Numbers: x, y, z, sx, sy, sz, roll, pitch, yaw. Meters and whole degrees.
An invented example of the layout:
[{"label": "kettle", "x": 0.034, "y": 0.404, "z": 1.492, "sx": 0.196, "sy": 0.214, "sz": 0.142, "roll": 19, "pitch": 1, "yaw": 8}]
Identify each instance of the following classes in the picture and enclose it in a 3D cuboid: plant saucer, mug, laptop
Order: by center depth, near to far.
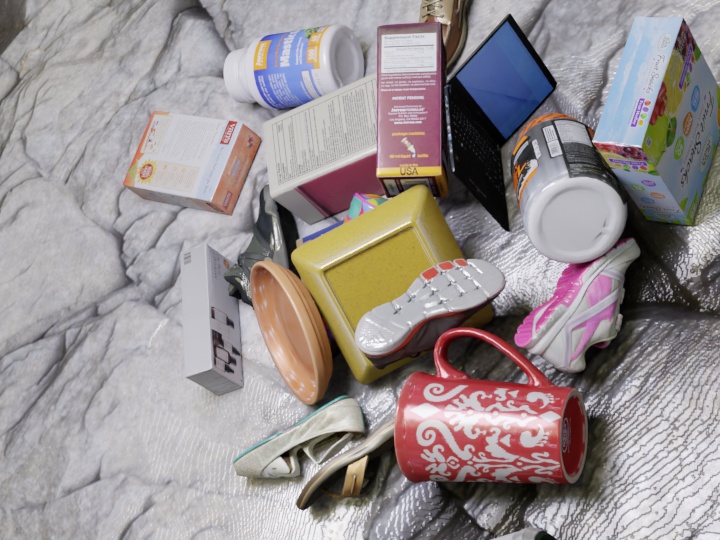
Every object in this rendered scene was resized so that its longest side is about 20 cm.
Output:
[{"label": "mug", "x": 0.152, "y": 0.170, "z": 1.440, "sx": 0.199, "sy": 0.179, "sz": 0.133, "roll": 0, "pitch": 25, "yaw": 28}, {"label": "plant saucer", "x": 0.039, "y": 0.024, "z": 1.557, "sx": 0.199, "sy": 0.048, "sz": 0.201, "roll": -27, "pitch": 99, "yaw": 9}, {"label": "laptop", "x": 0.187, "y": -0.184, "z": 1.576, "sx": 0.103, "sy": 0.177, "sz": 0.201, "roll": -16, "pitch": 59, "yaw": 24}, {"label": "plant saucer", "x": -0.088, "y": 0.079, "z": 1.633, "sx": 0.037, "sy": 0.201, "sz": 0.200, "roll": -22, "pitch": 50, "yaw": -19}]

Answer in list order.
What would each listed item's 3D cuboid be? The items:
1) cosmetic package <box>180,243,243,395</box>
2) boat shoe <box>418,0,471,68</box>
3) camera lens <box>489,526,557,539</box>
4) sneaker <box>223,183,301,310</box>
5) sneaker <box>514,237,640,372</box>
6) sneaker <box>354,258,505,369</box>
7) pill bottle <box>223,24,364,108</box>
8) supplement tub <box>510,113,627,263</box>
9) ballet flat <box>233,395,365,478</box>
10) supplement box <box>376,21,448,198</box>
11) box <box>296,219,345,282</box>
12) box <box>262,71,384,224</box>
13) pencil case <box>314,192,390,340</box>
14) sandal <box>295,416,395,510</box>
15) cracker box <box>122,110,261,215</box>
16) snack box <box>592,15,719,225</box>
[{"label": "cosmetic package", "x": -0.212, "y": 0.069, "z": 1.766, "sx": 0.050, "sy": 0.083, "sz": 0.201, "roll": -19, "pitch": 59, "yaw": 20}, {"label": "boat shoe", "x": 0.115, "y": -0.381, "z": 1.783, "sx": 0.075, "sy": 0.074, "sz": 0.201, "roll": 4, "pitch": 70, "yaw": 34}, {"label": "camera lens", "x": 0.140, "y": 0.379, "z": 1.342, "sx": 0.199, "sy": 0.160, "sz": 0.161, "roll": -22, "pitch": 57, "yaw": 22}, {"label": "sneaker", "x": -0.147, "y": -0.028, "z": 1.774, "sx": 0.113, "sy": 0.076, "sz": 0.201, "roll": -17, "pitch": 65, "yaw": 17}, {"label": "sneaker", "x": 0.274, "y": 0.044, "z": 1.480, "sx": 0.200, "sy": 0.088, "sz": 0.081, "roll": -47, "pitch": 9, "yaw": -16}, {"label": "sneaker", "x": 0.087, "y": 0.056, "z": 1.511, "sx": 0.199, "sy": 0.082, "sz": 0.077, "roll": -25, "pitch": 52, "yaw": -4}, {"label": "pill bottle", "x": -0.104, "y": -0.303, "z": 1.859, "sx": 0.199, "sy": 0.112, "sz": 0.113, "roll": -2, "pitch": 66, "yaw": 30}, {"label": "supplement tub", "x": 0.247, "y": -0.106, "z": 1.500, "sx": 0.122, "sy": 0.123, "sz": 0.200, "roll": -31, "pitch": 26, "yaw": 16}, {"label": "ballet flat", "x": -0.081, "y": 0.234, "z": 1.615, "sx": 0.199, "sy": 0.067, "sz": 0.063, "roll": -33, "pitch": 64, "yaw": 15}, {"label": "supplement box", "x": 0.067, "y": -0.204, "z": 1.587, "sx": 0.085, "sy": 0.110, "sz": 0.202, "roll": -1, "pitch": 79, "yaw": 7}, {"label": "box", "x": 0.006, "y": -0.022, "z": 1.704, "sx": 0.199, "sy": 0.032, "sz": 0.122, "roll": -22, "pitch": 57, "yaw": 21}, {"label": "box", "x": -0.024, "y": -0.170, "z": 1.745, "sx": 0.199, "sy": 0.109, "sz": 0.129, "roll": -21, "pitch": 60, "yaw": 23}, {"label": "pencil case", "x": 0.000, "y": 0.000, "z": 1.619, "sx": 0.088, "sy": 0.088, "sz": 0.201, "roll": 28, "pitch": 106, "yaw": 38}, {"label": "sandal", "x": 0.001, "y": 0.250, "z": 1.557, "sx": 0.199, "sy": 0.080, "sz": 0.054, "roll": -35, "pitch": 75, "yaw": 8}, {"label": "cracker box", "x": -0.264, "y": -0.170, "z": 1.929, "sx": 0.199, "sy": 0.058, "sz": 0.135, "roll": 12, "pitch": 75, "yaw": 37}, {"label": "snack box", "x": 0.357, "y": -0.172, "z": 1.448, "sx": 0.067, "sy": 0.200, "sz": 0.170, "roll": 11, "pitch": 73, "yaw": 35}]
